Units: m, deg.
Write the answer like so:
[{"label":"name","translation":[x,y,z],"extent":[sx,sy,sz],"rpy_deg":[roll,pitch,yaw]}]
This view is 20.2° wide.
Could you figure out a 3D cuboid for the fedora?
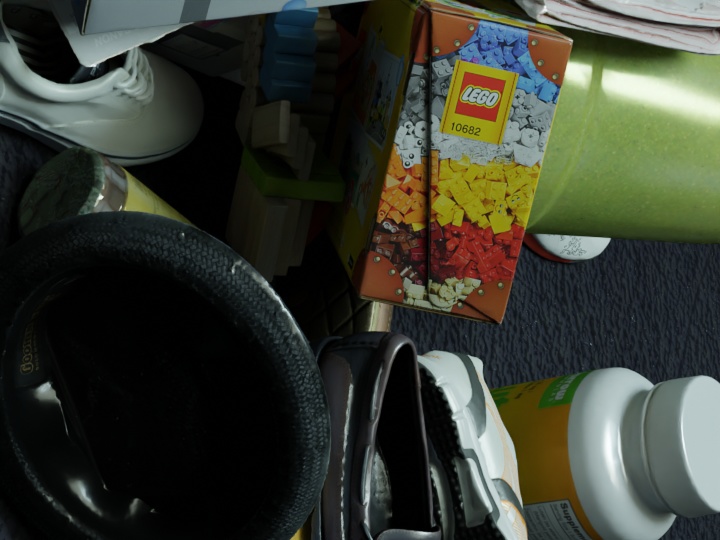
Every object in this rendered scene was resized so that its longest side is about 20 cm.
[{"label":"fedora","translation":[-0.097,0.050,0.994],"extent":[0.201,0.200,0.092],"rpy_deg":[63,21,-19]}]

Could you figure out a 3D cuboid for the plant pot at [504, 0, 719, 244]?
[{"label":"plant pot","translation":[0.149,-0.095,1.218],"extent":[0.184,0.200,0.200],"rpy_deg":[11,67,-20]}]

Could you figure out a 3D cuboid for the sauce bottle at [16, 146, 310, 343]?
[{"label":"sauce bottle","translation":[-0.096,0.009,1.088],"extent":[0.200,0.065,0.065],"rpy_deg":[38,50,-40]}]

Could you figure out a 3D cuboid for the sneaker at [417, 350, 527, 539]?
[{"label":"sneaker","translation":[0.070,0.137,1.158],"extent":[0.080,0.074,0.200],"rpy_deg":[-19,94,-58]}]

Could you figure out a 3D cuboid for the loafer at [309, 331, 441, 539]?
[{"label":"loafer","translation":[0.013,0.130,1.086],"extent":[0.072,0.063,0.200],"rpy_deg":[-2,80,-55]}]

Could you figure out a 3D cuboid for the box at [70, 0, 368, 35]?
[{"label":"box","translation":[-0.057,-0.200,0.986],"extent":[0.200,0.041,0.156],"rpy_deg":[-11,66,-19]}]

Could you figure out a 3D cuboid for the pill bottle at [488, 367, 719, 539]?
[{"label":"pill bottle","translation":[0.130,0.120,1.249],"extent":[0.111,0.200,0.111],"rpy_deg":[23,61,-50]}]

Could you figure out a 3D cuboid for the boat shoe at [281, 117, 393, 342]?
[{"label":"boat shoe","translation":[0.000,0.000,1.219],"extent":[0.068,0.072,0.200],"rpy_deg":[31,52,-44]}]

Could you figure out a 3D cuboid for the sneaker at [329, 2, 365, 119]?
[{"label":"sneaker","translation":[0.013,-0.182,1.244],"extent":[0.076,0.116,0.200],"rpy_deg":[23,37,-1]}]

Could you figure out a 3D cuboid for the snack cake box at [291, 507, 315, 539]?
[{"label":"snack cake box","translation":[-0.034,0.144,1.129],"extent":[0.200,0.067,0.115],"rpy_deg":[38,51,-42]}]

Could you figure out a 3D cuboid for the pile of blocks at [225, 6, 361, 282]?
[{"label":"pile of blocks","translation":[-0.027,-0.093,1.090],"extent":[0.062,0.082,0.200],"rpy_deg":[3,91,-22]}]

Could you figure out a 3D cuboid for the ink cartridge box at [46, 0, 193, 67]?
[{"label":"ink cartridge box","translation":[-0.123,-0.211,1.030],"extent":[0.161,0.050,0.200],"rpy_deg":[-27,86,-22]}]

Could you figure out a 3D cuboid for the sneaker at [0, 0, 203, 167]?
[{"label":"sneaker","translation":[-0.141,-0.099,1.054],"extent":[0.200,0.071,0.073],"rpy_deg":[7,73,-53]}]

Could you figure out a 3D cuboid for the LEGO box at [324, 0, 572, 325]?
[{"label":"LEGO box","translation":[0.039,-0.072,1.073],"extent":[0.200,0.077,0.149],"rpy_deg":[-116,-141,-74]}]

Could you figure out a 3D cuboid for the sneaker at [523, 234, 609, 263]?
[{"label":"sneaker","translation":[0.154,-0.063,1.422],"extent":[0.201,0.108,0.067],"rpy_deg":[31,56,-46]}]

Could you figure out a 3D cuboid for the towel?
[{"label":"towel","translation":[0.104,-0.197,1.116],"extent":[0.191,0.032,0.200],"rpy_deg":[3,41,-48]}]

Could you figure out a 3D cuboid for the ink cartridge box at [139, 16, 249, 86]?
[{"label":"ink cartridge box","translation":[-0.100,-0.185,1.143],"extent":[0.200,0.067,0.117],"rpy_deg":[17,65,-51]}]
